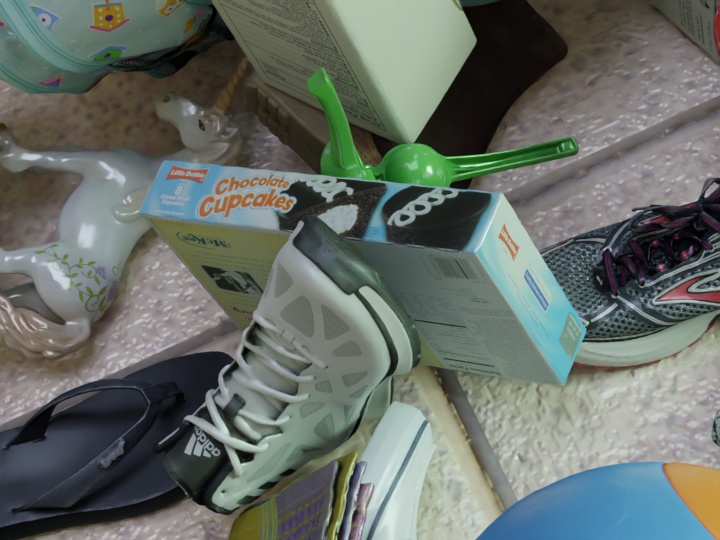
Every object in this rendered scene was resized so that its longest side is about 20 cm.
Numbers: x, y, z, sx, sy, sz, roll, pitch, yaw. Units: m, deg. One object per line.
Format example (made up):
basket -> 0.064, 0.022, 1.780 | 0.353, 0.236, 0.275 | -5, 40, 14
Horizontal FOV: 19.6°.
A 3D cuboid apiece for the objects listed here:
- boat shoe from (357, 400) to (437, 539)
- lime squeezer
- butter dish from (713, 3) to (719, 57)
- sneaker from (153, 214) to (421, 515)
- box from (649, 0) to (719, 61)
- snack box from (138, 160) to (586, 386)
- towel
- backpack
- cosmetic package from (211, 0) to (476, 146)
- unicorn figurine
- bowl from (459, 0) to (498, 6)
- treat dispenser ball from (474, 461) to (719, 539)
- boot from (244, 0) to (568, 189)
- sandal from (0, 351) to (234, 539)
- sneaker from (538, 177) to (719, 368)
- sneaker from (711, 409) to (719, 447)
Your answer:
boat shoe -> 0.007, 0.162, 0.974 | 0.066, 0.074, 0.201 | 21, 69, 4
lime squeezer -> 0.024, -0.060, 1.021 | 0.071, 0.199, 0.038 | -53, 53, 22
butter dish -> 0.243, -0.135, 1.044 | 0.147, 0.199, 0.201 | -17, 83, 43
sneaker -> -0.038, 0.059, 0.965 | 0.115, 0.201, 0.076 | -41, 73, -17
box -> 0.168, -0.214, 1.174 | 0.082, 0.069, 0.200 | -35, 56, -11
snack box -> 0.000, 0.000, 1.019 | 0.198, 0.116, 0.037 | 8, 60, 34
towel -> -0.056, 0.184, 0.935 | 0.023, 0.143, 0.201 | 28, 63, -17
backpack -> -0.151, -0.185, 1.104 | 0.152, 0.200, 0.177 | -26, 87, 9
cosmetic package -> -0.025, -0.153, 1.001 | 0.103, 0.200, 0.073 | 26, 75, 28
unicorn figurine -> -0.147, -0.036, 1.142 | 0.136, 0.074, 0.202 | 16, 76, 13
bowl -> 0.051, -0.222, 1.111 | 0.199, 0.105, 0.203 | 6, 67, -14
treat dispenser ball -> 0.119, 0.179, 0.843 | 0.199, 0.201, 0.202 | -7, 55, 10
boot -> 0.054, -0.082, 1.116 | 0.166, 0.073, 0.200 | -34, 69, -24
sandal -> -0.149, 0.095, 1.063 | 0.198, 0.043, 0.077 | -22, 54, -1
sneaker -> 0.167, -0.011, 1.036 | 0.198, 0.075, 0.081 | -14, 55, 6
sneaker -> 0.244, 0.035, 0.991 | 0.200, 0.077, 0.088 | -40, 48, -16
